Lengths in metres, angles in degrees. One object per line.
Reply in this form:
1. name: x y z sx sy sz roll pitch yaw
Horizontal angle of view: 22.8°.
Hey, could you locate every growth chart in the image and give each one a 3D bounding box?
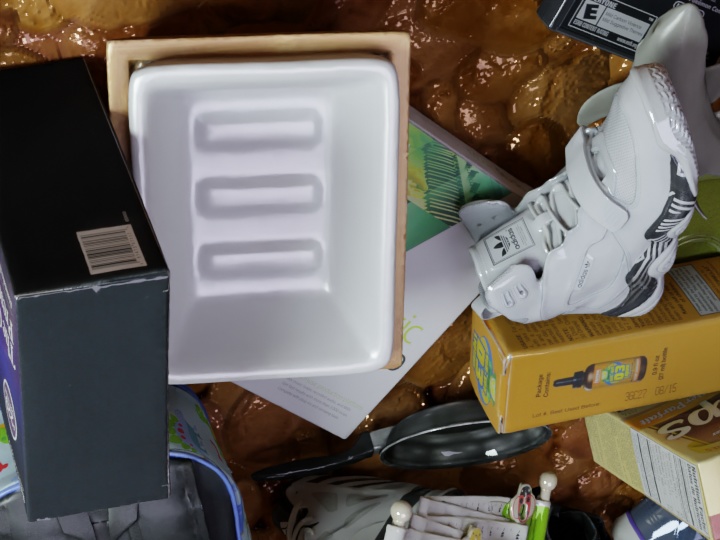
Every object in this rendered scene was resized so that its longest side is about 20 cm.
1. growth chart: 0.063 0.207 1.152 0.199 0.018 0.146 2 95 -53

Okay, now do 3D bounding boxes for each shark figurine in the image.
1. shark figurine: 0.218 -0.067 1.063 0.213 0.090 0.128 23 140 -35

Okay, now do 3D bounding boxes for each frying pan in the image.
1. frying pan: 0.033 0.116 1.178 0.188 0.031 0.115 -13 160 16

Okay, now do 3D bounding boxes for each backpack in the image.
1. backpack: -0.160 0.147 1.052 0.181 0.147 0.201 -13 133 -12

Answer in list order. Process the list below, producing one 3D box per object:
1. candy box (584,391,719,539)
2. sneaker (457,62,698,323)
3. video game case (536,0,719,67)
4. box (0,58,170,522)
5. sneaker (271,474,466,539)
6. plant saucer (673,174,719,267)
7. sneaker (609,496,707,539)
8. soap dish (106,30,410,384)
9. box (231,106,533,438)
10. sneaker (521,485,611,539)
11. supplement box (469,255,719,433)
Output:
1. candy box: 0.231 0.107 1.150 0.114 0.200 0.056 -17 101 -11
2. sneaker: 0.121 -0.033 1.013 0.114 0.076 0.201 -11 146 -9
3. video game case: 0.226 -0.192 1.035 0.199 0.026 0.181 15 119 -30
4. box: -0.154 0.005 0.910 0.078 0.200 0.142 -10 128 -15
5. sneaker: -0.025 0.194 1.142 0.200 0.115 0.076 -34 124 -48
6. plant saucer: 0.208 -0.007 1.165 0.198 0.031 0.201 -12 129 -15
7. sneaker: 0.286 0.208 1.326 0.146 0.081 0.200 -35 128 8
8. soap dish: -0.054 -0.039 0.969 0.156 0.081 0.202 -3 118 -7
9. box: 0.000 0.000 1.080 0.144 0.036 0.200 29 109 -36
10. sneaker: 0.164 0.222 1.294 0.078 0.070 0.199 -41 129 20
11. supplement box: 0.170 0.044 1.125 0.198 0.069 0.067 -11 128 -16
